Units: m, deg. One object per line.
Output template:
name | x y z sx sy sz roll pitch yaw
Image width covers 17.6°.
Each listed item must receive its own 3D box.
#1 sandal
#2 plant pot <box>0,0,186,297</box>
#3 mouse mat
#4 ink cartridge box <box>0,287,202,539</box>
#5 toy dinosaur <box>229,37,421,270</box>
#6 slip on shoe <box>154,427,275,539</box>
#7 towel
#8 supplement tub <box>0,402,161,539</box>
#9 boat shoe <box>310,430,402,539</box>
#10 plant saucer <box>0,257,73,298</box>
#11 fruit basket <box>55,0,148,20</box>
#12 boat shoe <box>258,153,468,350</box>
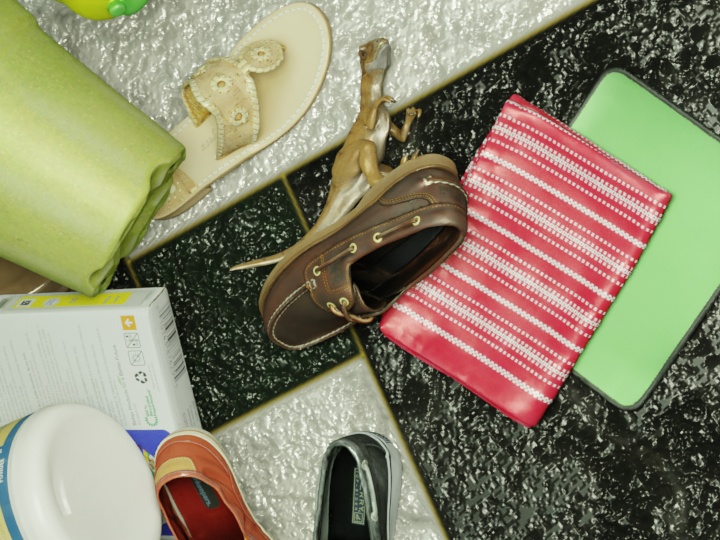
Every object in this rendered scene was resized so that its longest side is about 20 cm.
sandal | -0.108 -0.114 1.726 0.212 0.070 0.078 -44 75 19
plant pot | -0.235 -0.082 1.686 0.184 0.200 0.200 31 104 1
mouse mat | 0.184 -0.022 1.634 0.161 0.008 0.200 38 107 19
ink cartridge box | -0.218 0.111 1.759 0.200 0.047 0.198 -1 116 25
toy dinosaur | -0.002 -0.068 1.697 0.106 0.060 0.200 24 91 34
slip on shoe | -0.096 0.211 1.708 0.074 0.061 0.200 -21 110 17
towel | 0.113 -0.005 1.651 0.145 0.022 0.200 34 105 19
supplement tub | -0.262 0.192 1.709 0.200 0.145 0.145 -24 82 31
boat shoe | -0.006 0.218 1.691 0.074 0.068 0.200 9 95 24
plant saucer | -0.297 -0.045 1.787 0.200 0.029 0.200 0 78 -2
fruit basket | -0.220 -0.272 1.700 0.215 0.216 0.156 18 98 22
boat shoe | 0.000 0.000 1.661 0.200 0.070 0.070 -44 43 32
